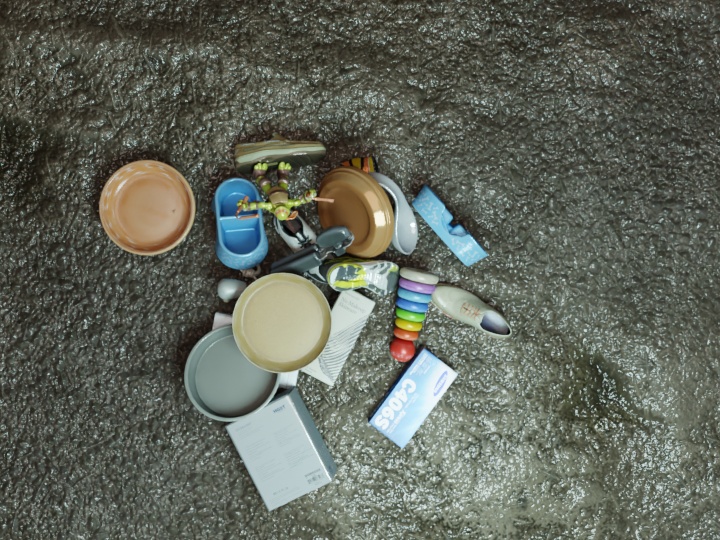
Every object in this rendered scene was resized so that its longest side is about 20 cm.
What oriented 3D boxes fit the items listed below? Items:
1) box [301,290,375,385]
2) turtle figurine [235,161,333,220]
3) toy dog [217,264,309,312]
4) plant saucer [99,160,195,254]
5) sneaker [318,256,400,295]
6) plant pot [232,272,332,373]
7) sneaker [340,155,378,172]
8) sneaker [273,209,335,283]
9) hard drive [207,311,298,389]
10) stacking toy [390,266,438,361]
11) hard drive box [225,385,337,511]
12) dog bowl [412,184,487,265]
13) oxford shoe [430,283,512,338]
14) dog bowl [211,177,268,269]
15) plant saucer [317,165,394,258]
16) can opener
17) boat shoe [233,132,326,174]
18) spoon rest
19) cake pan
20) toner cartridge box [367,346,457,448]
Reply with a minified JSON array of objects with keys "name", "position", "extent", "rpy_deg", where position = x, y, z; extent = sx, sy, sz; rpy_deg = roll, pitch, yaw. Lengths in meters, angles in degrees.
[{"name":"box","position":[-0.048,0.138,1.355],"extent":[0.082,0.068,0.201],"rpy_deg":[26,88,-2]},{"name":"turtle figurine","position":[-0.161,-0.155,1.305],"extent":[0.199,0.065,0.162],"rpy_deg":[-12,49,-6]},{"name":"toy dog","position":[-0.199,0.068,1.341],"extent":[0.199,0.132,0.097],"rpy_deg":[22,126,3]},{"name":"plant saucer","position":[-0.452,-0.133,1.355],"extent":[0.199,0.037,0.201],"rpy_deg":[0,88,-3]},{"name":"sneaker","position":[0.000,0.000,1.337],"extent":[0.199,0.085,0.075],"rpy_deg":[7,107,-40]},{"name":"plant pot","position":[-0.157,0.105,1.277],"extent":[0.199,0.027,0.201],"rpy_deg":[0,92,-4]},{"name":"sneaker","position":[-0.002,-0.144,1.371],"extent":[0.089,0.070,0.201],"rpy_deg":[-3,88,11]},{"name":"sneaker","position":[-0.117,-0.050,1.353],"extent":[0.074,0.080,0.200],"rpy_deg":[-43,92,-5]},{"name":"hard drive","position":[-0.227,0.173,1.368],"extent":[0.199,0.027,0.133],"rpy_deg":[11,88,-2]},{"name":"stacking toy","position":[0.105,0.098,1.355],"extent":[0.085,0.085,0.201],"rpy_deg":[13,96,-2]},{"name":"hard drive box","position":[-0.164,0.371,1.329],"extent":[0.155,0.077,0.201],"rpy_deg":[-27,90,7]},{"name":"dog bowl","position":[0.186,-0.092,1.347],"extent":[0.050,0.111,0.200],"rpy_deg":[-41,91,11]},{"name":"oxford shoe","position":[0.240,0.084,1.365],"extent":[0.199,0.074,0.071],"rpy_deg":[25,88,-1]},{"name":"dog bowl","position":[-0.255,-0.105,1.333],"extent":[0.111,0.050,0.201],"rpy_deg":[-6,71,-11]},{"name":"plant saucer","position":[-0.019,-0.115,1.309],"extent":[0.037,0.200,0.201],"rpy_deg":[-33,90,-42]},{"name":"can opener","position":[-0.102,-0.038,1.298],"extent":[0.199,0.053,0.067],"rpy_deg":[-27,121,18]},{"name":"boat shoe","position":[-0.175,-0.264,1.365],"extent":[0.199,0.072,0.077],"rpy_deg":[-7,73,-4]},{"name":"spoon rest","position":[0.074,-0.120,1.330],"extent":[0.200,0.060,0.100],"rpy_deg":[56,45,-32]},{"name":"cake pan","position":[-0.260,0.211,1.304],"extent":[0.199,0.037,0.201],"rpy_deg":[-1,68,2]},{"name":"toner cartridge box","position":[0.112,0.273,1.371],"extent":[0.095,0.043,0.200],"rpy_deg":[37,87,-2]}]
